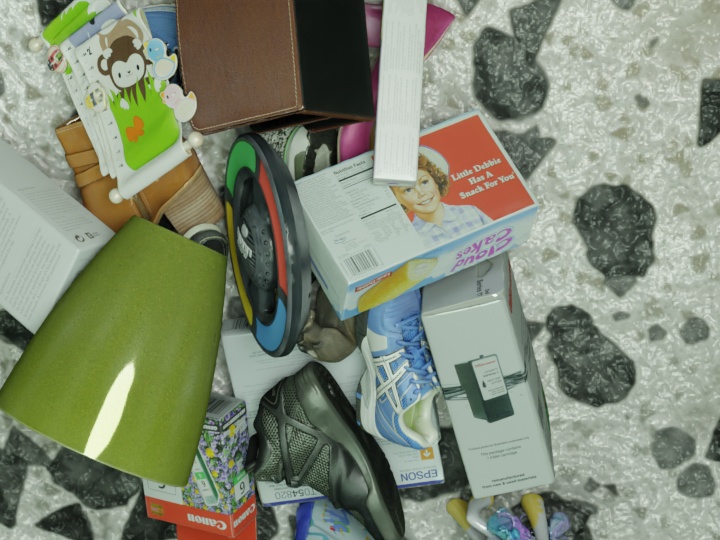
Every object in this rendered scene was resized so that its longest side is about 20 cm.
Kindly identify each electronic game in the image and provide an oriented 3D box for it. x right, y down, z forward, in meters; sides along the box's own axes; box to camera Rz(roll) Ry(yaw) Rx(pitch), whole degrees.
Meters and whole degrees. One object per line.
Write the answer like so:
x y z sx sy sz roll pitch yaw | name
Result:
-0.087 -0.022 1.456 0.041 0.200 0.202 -8 115 -18 | electronic game

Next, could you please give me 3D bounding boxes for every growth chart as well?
-0.216 -0.164 1.450 0.145 0.018 0.201 -40 71 35 | growth chart

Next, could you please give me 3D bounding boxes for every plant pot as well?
-0.198 0.061 1.450 0.186 0.187 0.202 25 88 -8 | plant pot

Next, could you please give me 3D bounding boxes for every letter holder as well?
-0.079 -0.221 1.413 0.141 0.100 0.202 -8 85 38 | letter holder

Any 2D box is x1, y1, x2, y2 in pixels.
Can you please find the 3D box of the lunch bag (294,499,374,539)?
-0.010 0.344 1.653 0.127 0.170 0.201 -27 111 13 | lunch bag

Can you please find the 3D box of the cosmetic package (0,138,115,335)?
-0.328 -0.042 1.511 0.200 0.071 0.102 39 114 16 | cosmetic package

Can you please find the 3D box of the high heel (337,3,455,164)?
0.031 -0.147 1.496 0.095 0.067 0.202 7 103 6 | high heel

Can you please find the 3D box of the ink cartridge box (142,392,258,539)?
-0.164 0.220 1.651 0.108 0.050 0.202 8 116 27 | ink cartridge box

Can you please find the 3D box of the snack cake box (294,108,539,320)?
0.045 -0.052 1.459 0.199 0.116 0.067 -22 154 -19 | snack cake box

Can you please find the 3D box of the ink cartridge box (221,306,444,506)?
-0.025 0.130 1.630 0.197 0.041 0.202 -8 113 6 | ink cartridge box

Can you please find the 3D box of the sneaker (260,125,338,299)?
-0.074 -0.060 1.549 0.088 0.077 0.202 23 119 27 | sneaker

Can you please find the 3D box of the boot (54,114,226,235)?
-0.244 -0.067 1.535 0.199 0.077 0.156 -31 110 12 | boot

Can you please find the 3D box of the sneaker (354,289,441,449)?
0.043 0.079 1.526 0.077 0.075 0.202 27 134 37 | sneaker

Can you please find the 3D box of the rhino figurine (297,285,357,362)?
0.000 0.000 1.534 0.087 0.060 0.201 34 91 -44 | rhino figurine

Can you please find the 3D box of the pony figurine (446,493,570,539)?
0.169 0.303 1.608 0.192 0.200 0.167 25 112 -8 | pony figurine

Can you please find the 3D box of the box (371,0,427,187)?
0.035 -0.175 1.421 0.041 0.039 0.202 3 84 -1 | box

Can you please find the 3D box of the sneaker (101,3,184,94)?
-0.140 -0.183 1.473 0.198 0.089 0.079 15 114 -1 | sneaker

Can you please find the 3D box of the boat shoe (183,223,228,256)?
-0.157 0.055 1.548 0.071 0.067 0.202 1 113 -43 | boat shoe

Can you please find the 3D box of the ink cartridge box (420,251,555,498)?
0.121 0.089 1.548 0.082 0.147 0.202 -13 111 10 | ink cartridge box

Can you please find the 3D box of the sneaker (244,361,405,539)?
-0.038 0.195 1.599 0.114 0.076 0.200 -29 107 17 | sneaker
